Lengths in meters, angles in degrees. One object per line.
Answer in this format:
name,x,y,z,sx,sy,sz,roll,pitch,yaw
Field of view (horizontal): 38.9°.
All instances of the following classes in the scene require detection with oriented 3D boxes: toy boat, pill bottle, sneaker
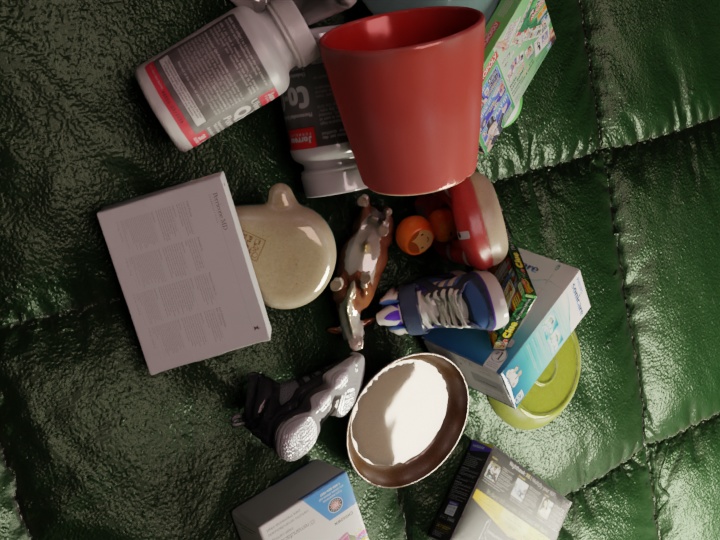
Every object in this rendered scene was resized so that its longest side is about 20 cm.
toy boat,0.107,-0.060,1.355,0.129,0.200,0.132,-22,104,-16
pill bottle,-0.042,-0.200,1.290,0.113,0.113,0.203,-15,101,-31
sneaker,-0.079,0.152,1.293,0.200,0.112,0.076,-42,144,-47
sneaker,0.097,0.055,1.340,0.144,0.200,0.082,-19,101,-13
pill bottle,-0.150,-0.233,1.177,0.198,0.111,0.112,-31,111,-1

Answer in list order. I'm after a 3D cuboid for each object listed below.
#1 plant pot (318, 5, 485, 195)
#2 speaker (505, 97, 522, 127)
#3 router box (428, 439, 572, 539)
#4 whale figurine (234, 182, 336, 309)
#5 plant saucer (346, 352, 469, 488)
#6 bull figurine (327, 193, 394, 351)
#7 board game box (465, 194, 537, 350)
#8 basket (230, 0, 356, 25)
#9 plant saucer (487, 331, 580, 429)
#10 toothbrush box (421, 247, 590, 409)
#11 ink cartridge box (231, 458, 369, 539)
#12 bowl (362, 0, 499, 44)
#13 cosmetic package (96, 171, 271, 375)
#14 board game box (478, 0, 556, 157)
plant pot,0.057,-0.196,1.190,0.199,0.199,0.180,-24,119,-30
speaker,0.143,-0.248,1.400,0.199,0.087,0.090,6,89,-52
router box,0.212,0.371,1.524,0.199,0.052,0.159,38,72,-29
whale figurine,-0.127,-0.038,1.265,0.197,0.104,0.161,22,102,-9
plant saucer,0.061,0.202,1.404,0.197,0.032,0.203,-11,114,-26
bull figurine,0.000,0.000,1.340,0.064,0.122,0.203,12,76,4
board game box,0.183,-0.001,1.390,0.023,0.202,0.106,6,132,-18
basket,-0.088,-0.412,1.199,0.198,0.199,0.162,40,70,-28
plant saucer,0.273,0.146,1.567,0.197,0.031,0.204,-3,95,-34
toothbrush box,0.207,0.072,1.441,0.201,0.145,0.086,-50,136,-21
ink cartridge box,-0.062,0.374,1.325,0.143,0.084,0.203,-27,108,-30
bowl,0.102,-0.367,1.315,0.198,0.202,0.106,10,131,-33
cosmetic package,-0.202,0.003,1.193,0.148,0.052,0.203,-15,103,2
board game box,0.187,-0.269,1.335,0.202,0.029,0.135,-59,148,-12
